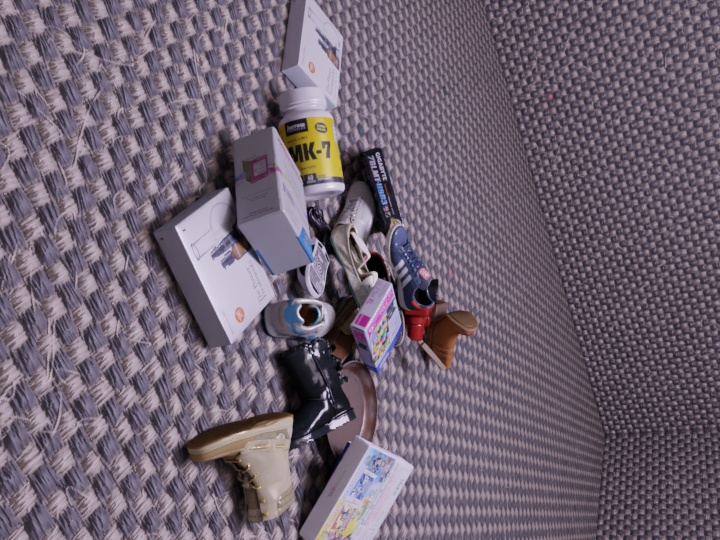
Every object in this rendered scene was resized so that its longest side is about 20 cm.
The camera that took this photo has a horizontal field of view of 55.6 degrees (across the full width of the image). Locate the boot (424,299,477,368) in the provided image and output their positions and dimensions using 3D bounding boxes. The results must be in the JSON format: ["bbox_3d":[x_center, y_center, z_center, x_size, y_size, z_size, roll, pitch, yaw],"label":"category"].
[{"bbox_3d":[0.227,0.174,1.725,0.072,0.200,0.159,-3,106,-23],"label":"boot"}]

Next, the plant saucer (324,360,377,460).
[{"bbox_3d":[-0.025,0.284,1.369,0.199,0.031,0.206,6,84,-59],"label":"plant saucer"}]

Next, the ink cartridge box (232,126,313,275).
[{"bbox_3d":[-0.149,-0.120,1.167,0.145,0.083,0.203,62,14,-51],"label":"ink cartridge box"}]

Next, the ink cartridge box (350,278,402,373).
[{"bbox_3d":[0.039,0.124,1.394,0.120,0.041,0.202,-58,154,-27],"label":"ink cartridge box"}]

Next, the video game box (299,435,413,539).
[{"bbox_3d":[-0.003,0.424,1.269,0.202,0.046,0.182,-58,142,-7],"label":"video game box"}]

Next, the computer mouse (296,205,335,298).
[{"bbox_3d":[-0.094,-0.027,1.360,0.202,0.043,0.111,-77,149,-46],"label":"computer mouse"}]

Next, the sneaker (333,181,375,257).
[{"bbox_3d":[-0.015,-0.117,1.499,0.084,0.071,0.205,39,49,-53],"label":"sneaker"}]

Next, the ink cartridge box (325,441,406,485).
[{"bbox_3d":[0.015,0.402,1.361,0.095,0.044,0.199,-61,146,-4],"label":"ink cartridge box"}]

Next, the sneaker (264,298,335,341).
[{"bbox_3d":[-0.094,0.091,1.277,0.199,0.079,0.079,2,77,-63],"label":"sneaker"}]

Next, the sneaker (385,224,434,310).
[{"bbox_3d":[0.115,-0.005,1.474,0.075,0.083,0.204,-39,122,-37],"label":"sneaker"}]

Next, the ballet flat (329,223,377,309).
[{"bbox_3d":[0.000,0.000,1.391,0.204,0.061,0.067,65,27,-3],"label":"ballet flat"}]

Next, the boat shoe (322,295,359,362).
[{"bbox_3d":[-0.025,0.118,1.401,0.077,0.072,0.202,61,33,-29],"label":"boat shoe"}]

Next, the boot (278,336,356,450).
[{"bbox_3d":[-0.102,0.219,1.224,0.196,0.073,0.166,-18,84,-42],"label":"boot"}]

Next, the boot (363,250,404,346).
[{"bbox_3d":[0.049,0.061,1.513,0.151,0.071,0.205,55,27,-73],"label":"boot"}]

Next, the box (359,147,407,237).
[{"bbox_3d":[0.049,-0.180,1.579,0.200,0.049,0.203,-108,180,-81],"label":"box"}]

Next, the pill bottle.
[{"bbox_3d":[-0.101,-0.246,1.345,0.114,0.112,0.205,-7,86,-61],"label":"pill bottle"}]

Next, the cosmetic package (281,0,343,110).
[{"bbox_3d":[-0.101,-0.474,1.489,0.150,0.051,0.205,36,50,-49],"label":"cosmetic package"}]

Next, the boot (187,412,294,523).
[{"bbox_3d":[-0.177,0.314,1.057,0.198,0.071,0.160,-3,91,-54],"label":"boot"}]

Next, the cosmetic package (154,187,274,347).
[{"bbox_3d":[-0.225,-0.007,1.084,0.151,0.051,0.204,-51,125,-52],"label":"cosmetic package"}]

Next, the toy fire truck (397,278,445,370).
[{"bbox_3d":[0.152,0.126,1.659,0.176,0.125,0.206,-39,133,-81],"label":"toy fire truck"}]
